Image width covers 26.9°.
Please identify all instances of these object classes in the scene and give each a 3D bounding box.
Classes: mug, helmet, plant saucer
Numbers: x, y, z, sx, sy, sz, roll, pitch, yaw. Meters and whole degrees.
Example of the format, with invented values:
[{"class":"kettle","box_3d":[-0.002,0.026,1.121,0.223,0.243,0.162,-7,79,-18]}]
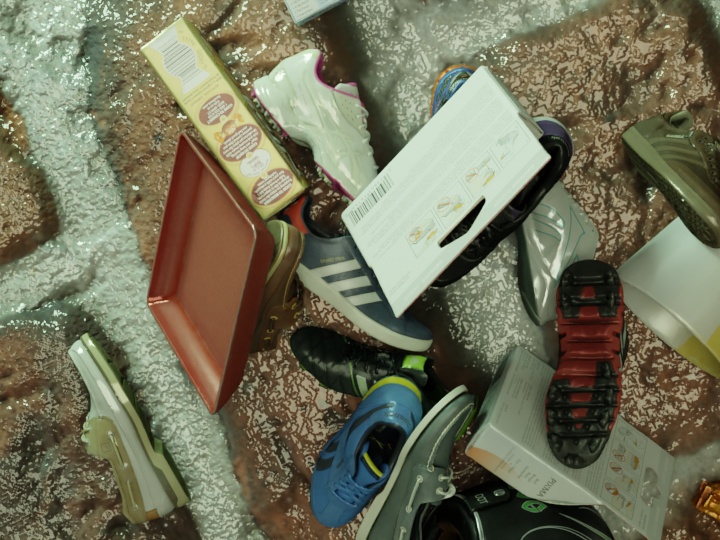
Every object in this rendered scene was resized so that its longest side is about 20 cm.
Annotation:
[{"class":"mug","box_3d":[0.358,0.011,1.470,0.153,0.149,0.187,-48,119,-4]},{"class":"helmet","box_3d":[0.162,0.302,1.461,0.189,0.200,0.202,10,95,-23]},{"class":"plant saucer","box_3d":[-0.141,0.000,1.431,0.036,0.200,0.201,-1,122,-29]}]

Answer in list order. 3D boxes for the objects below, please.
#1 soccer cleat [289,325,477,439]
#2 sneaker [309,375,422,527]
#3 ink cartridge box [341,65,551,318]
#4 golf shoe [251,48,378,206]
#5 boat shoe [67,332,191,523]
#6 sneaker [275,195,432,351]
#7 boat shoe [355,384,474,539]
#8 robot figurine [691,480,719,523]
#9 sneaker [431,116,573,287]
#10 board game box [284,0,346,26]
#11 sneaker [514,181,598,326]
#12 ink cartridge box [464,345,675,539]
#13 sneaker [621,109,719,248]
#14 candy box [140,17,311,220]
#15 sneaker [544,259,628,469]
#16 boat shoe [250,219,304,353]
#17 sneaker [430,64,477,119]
[{"class":"soccer cleat","box_3d":[0.025,0.102,1.499,0.199,0.068,0.081,30,132,-6]},{"class":"sneaker","box_3d":[-0.003,0.193,1.479,0.066,0.079,0.201,26,123,-7]},{"class":"ink cartridge box","box_3d":[0.085,-0.066,1.373,0.045,0.177,0.200,33,108,-36]},{"class":"golf shoe","box_3d":[-0.017,-0.132,1.488,0.091,0.075,0.200,-42,94,1]},{"class":"boat shoe","box_3d":[-0.247,0.162,1.514,0.068,0.075,0.201,-29,94,-2]},{"class":"sneaker","box_3d":[0.000,0.000,1.495,0.199,0.075,0.085,35,99,-1]},{"class":"boat shoe","box_3d":[0.065,0.200,1.436,0.062,0.073,0.201,37,112,21]},{"class":"robot figurine","box_3d":[0.444,0.237,1.513,0.199,0.058,0.146,24,96,0]},{"class":"sneaker","box_3d":[0.119,-0.060,1.414,0.076,0.088,0.200,39,107,-7]},{"class":"board game box","box_3d":[-0.020,-0.376,1.483,0.199,0.041,0.201,-26,94,3]},{"class":"sneaker","box_3d":[0.190,-0.050,1.498,0.080,0.070,0.202,-12,100,-7]},{"class":"ink cartridge box","box_3d":[0.207,0.178,1.464,0.200,0.162,0.050,38,120,-3]},{"class":"sneaker","box_3d":[0.316,-0.098,1.427,0.075,0.200,0.071,-31,126,3]},{"class":"candy box","box_3d":[-0.128,-0.146,1.466,0.055,0.115,0.201,-35,93,5]},{"class":"sneaker","box_3d":[0.218,0.096,1.432,0.070,0.098,0.202,1,67,16]},{"class":"boat shoe","box_3d":[-0.085,0.019,1.459,0.067,0.200,0.072,13,55,-14]},{"class":"sneaker","box_3d":[0.095,-0.102,1.484,0.075,0.078,0.202,-3,94,2]}]
